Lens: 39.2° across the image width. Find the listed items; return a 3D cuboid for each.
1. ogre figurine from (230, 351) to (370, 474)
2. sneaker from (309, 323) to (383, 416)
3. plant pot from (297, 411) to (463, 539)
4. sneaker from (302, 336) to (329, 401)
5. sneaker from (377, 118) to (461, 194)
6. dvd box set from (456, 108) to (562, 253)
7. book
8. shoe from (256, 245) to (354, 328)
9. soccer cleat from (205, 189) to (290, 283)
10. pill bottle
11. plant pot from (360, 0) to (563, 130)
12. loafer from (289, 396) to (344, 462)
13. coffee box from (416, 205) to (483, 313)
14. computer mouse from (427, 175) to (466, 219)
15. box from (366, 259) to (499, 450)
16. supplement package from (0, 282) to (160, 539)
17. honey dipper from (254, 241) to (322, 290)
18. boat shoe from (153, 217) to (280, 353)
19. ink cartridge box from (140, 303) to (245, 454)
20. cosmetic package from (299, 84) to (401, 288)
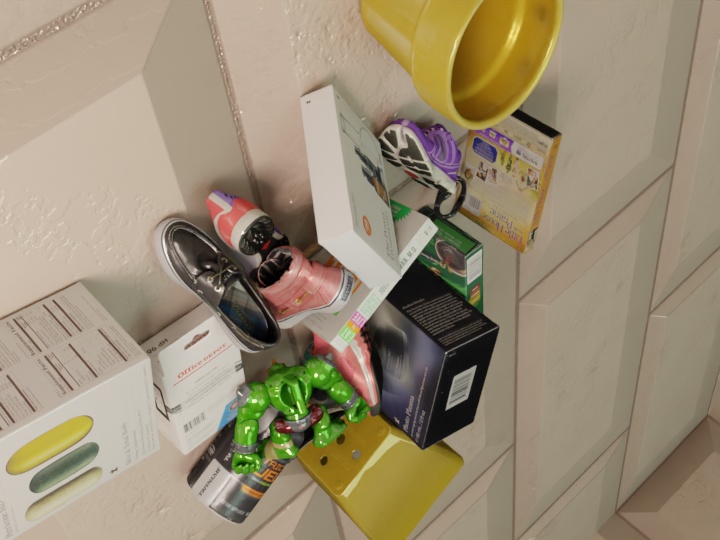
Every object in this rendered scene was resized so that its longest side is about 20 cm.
[{"bbox_3d":[-0.087,0.184,1.354,0.196,0.098,0.122,-12,114,-1],"label":"ogre figurine"},{"bbox_3d":[-0.024,0.118,1.428,0.085,0.074,0.203,-14,112,12],"label":"sneaker"},{"bbox_3d":[0.011,0.301,1.637,0.201,0.199,0.176,-50,138,-3],"label":"plant pot"},{"bbox_3d":[-0.027,0.102,1.503,0.087,0.074,0.203,-21,135,-46],"label":"sneaker"},{"bbox_3d":[0.087,-0.174,1.409,0.200,0.080,0.085,28,81,-64],"label":"sneaker"},{"bbox_3d":[0.217,-0.144,1.512,0.029,0.146,0.203,-26,138,-37],"label":"dvd box set"},{"bbox_3d":[0.000,0.000,1.319,0.201,0.133,0.048,-52,126,-6],"label":"book"},{"bbox_3d":[-0.094,0.017,1.252,0.090,0.199,0.073,27,69,-26],"label":"shoe"},{"bbox_3d":[-0.137,-0.043,1.243,0.068,0.073,0.200,-48,166,-8],"label":"soccer cleat"},{"bbox_3d":[-0.152,0.252,1.452,0.201,0.106,0.106,-53,147,-1],"label":"pill bottle"},{"bbox_3d":[0.106,-0.297,1.191,0.199,0.188,0.203,-32,142,-30],"label":"plant pot"},{"bbox_3d":[-0.105,0.255,1.551,0.200,0.063,0.072,-43,146,-17],"label":"loafer"},{"bbox_3d":[0.136,0.008,1.573,0.044,0.122,0.202,-37,145,-23],"label":"coffee box"},{"bbox_3d":[0.082,-0.067,1.495,0.199,0.059,0.034,-40,175,-12],"label":"computer mouse"},{"bbox_3d":[0.086,0.125,1.546,0.122,0.198,0.203,-20,135,-35],"label":"box"},{"bbox_3d":[-0.340,0.148,1.077,0.198,0.150,0.154,-29,141,-32],"label":"supplement package"},{"bbox_3d":[-0.062,-0.031,1.372,0.199,0.038,0.038,-35,143,-20],"label":"honey dipper"},{"bbox_3d":[-0.161,0.019,1.184,0.070,0.066,0.201,-46,115,-30],"label":"boat shoe"},{"bbox_3d":[-0.214,0.125,1.289,0.115,0.068,0.202,-35,143,-29],"label":"ink cartridge box"},{"bbox_3d":[-0.011,-0.100,1.232,0.051,0.203,0.151,-18,153,20],"label":"cosmetic package"}]
